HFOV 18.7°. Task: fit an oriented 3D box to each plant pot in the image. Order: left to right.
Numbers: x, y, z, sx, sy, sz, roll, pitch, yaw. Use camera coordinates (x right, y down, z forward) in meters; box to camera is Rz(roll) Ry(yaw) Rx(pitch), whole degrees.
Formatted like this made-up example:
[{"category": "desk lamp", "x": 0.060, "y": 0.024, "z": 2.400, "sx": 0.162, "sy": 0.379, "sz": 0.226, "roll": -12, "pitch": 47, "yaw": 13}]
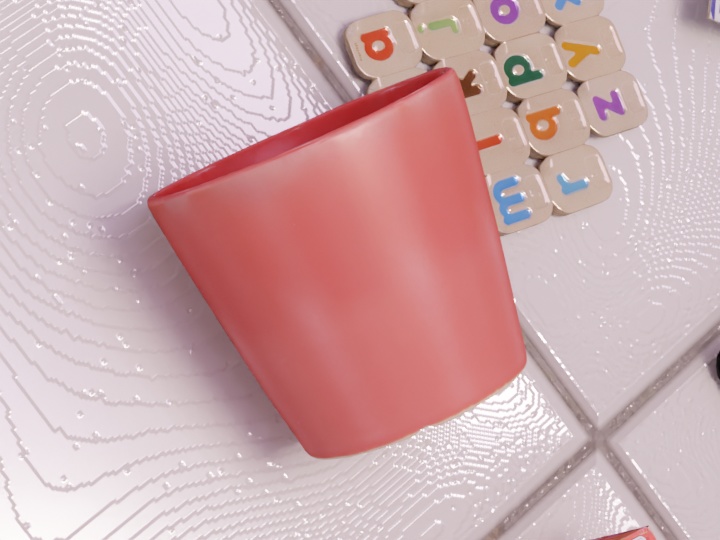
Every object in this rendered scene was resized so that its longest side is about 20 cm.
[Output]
[{"category": "plant pot", "x": 0.000, "y": 0.000, "z": 1.268, "sx": 0.200, "sy": 0.200, "sz": 0.178, "roll": -28, "pitch": 99, "yaw": -27}]

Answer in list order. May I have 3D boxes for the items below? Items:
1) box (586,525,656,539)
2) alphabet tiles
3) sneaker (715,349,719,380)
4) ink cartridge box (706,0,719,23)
[{"category": "box", "x": 0.154, "y": 0.266, "z": 1.310, "sx": 0.102, "sy": 0.095, "sz": 0.201, "roll": -23, "pitch": 87, "yaw": -27}, {"category": "alphabet tiles", "x": 0.089, "y": -0.126, "z": 1.426, "sx": 0.195, "sy": 0.015, "sz": 0.201, "roll": -19, "pitch": 85, "yaw": -27}, {"category": "sneaker", "x": 0.282, "y": 0.020, "z": 1.441, "sx": 0.111, "sy": 0.073, "sz": 0.201, "roll": -6, "pitch": 81, "yaw": -26}, {"category": "ink cartridge box", "x": 0.326, "y": -0.242, "z": 1.532, "sx": 0.199, "sy": 0.041, "sz": 0.201, "roll": 12, "pitch": 81, "yaw": -23}]
